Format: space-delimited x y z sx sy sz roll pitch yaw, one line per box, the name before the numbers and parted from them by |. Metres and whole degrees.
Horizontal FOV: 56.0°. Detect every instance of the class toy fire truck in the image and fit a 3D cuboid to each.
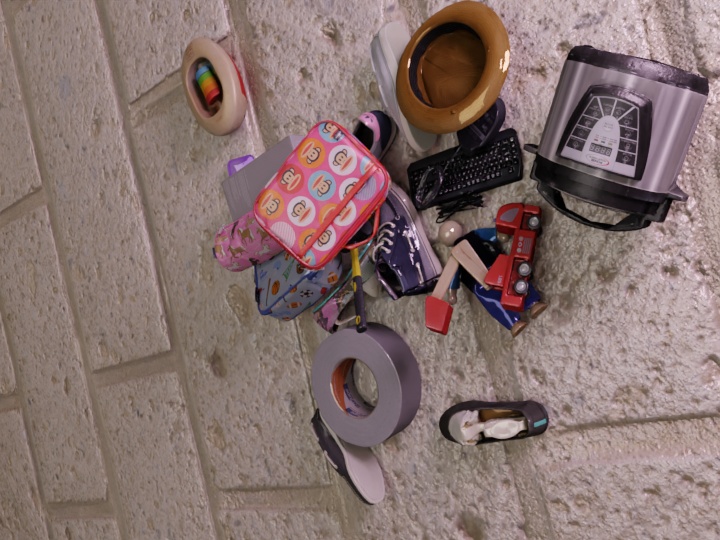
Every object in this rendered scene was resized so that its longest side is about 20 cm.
toy fire truck | 0.175 -0.002 0.963 0.137 0.049 0.206 11 81 20

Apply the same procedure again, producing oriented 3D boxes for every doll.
doll | 0.182 0.004 1.014 0.137 0.048 0.201 -45 68 17

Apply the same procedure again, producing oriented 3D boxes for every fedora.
fedora | 0.141 -0.279 0.970 0.197 0.081 0.207 -12 71 39

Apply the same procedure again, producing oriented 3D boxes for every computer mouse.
computer mouse | 0.150 -0.170 1.011 0.201 0.034 0.059 -51 49 24

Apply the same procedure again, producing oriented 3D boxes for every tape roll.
tape roll | 0.007 0.196 1.173 0.196 0.065 0.207 6 101 36

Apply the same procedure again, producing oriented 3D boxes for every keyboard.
keyboard | 0.152 -0.138 1.025 0.197 0.039 0.107 -15 87 39

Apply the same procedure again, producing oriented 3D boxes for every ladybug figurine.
ladybug figurine | -0.277 -0.354 1.302 0.134 0.071 0.204 -31 79 36

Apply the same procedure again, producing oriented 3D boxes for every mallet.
mallet | 0.000 0.000 1.058 0.066 0.041 0.203 -43 41 31

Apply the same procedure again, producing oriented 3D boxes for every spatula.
spatula | -0.179 -0.206 1.281 0.196 0.020 0.058 -14 87 38

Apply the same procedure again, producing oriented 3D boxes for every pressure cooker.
pressure cooker | 0.307 -0.152 0.820 0.176 0.174 0.205 -120 42 -63

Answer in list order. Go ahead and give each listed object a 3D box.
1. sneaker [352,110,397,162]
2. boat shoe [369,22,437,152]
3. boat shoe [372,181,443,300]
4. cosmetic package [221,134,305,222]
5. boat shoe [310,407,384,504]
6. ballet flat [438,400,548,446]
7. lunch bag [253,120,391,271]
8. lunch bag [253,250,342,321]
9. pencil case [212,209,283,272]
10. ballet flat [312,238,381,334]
sneaker | -0.010 -0.170 1.118 0.070 0.081 0.204 34 116 28
boat shoe | 0.064 -0.279 1.062 0.071 0.069 0.206 -20 85 57
boat shoe | 0.051 -0.049 1.075 0.203 0.091 0.075 60 141 14
cosmetic package | -0.144 -0.161 1.210 0.198 0.106 0.092 -27 79 35
boat shoe | -0.027 0.334 1.217 0.061 0.073 0.202 -49 65 32
ballet flat | 0.189 0.233 1.035 0.197 0.068 0.070 -20 85 38
lunch bag | -0.049 -0.105 1.042 0.176 0.082 0.201 42 98 2
lunch bag | -0.118 -0.013 1.210 0.198 0.075 0.164 -34 51 34
pencil case | -0.173 -0.067 1.175 0.197 0.085 0.085 -24 58 38
ballet flat | -0.008 0.034 1.162 0.071 0.069 0.201 42 118 4
